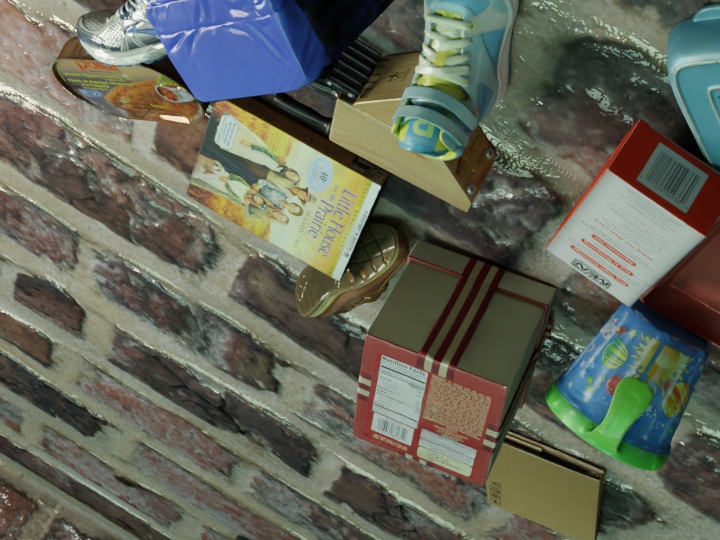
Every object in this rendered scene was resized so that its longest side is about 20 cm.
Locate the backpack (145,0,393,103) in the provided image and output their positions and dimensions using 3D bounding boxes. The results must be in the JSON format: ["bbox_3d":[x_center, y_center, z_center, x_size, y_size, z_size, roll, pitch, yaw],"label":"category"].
[{"bbox_3d":[-0.054,-0.249,1.037,0.162,0.200,0.169,6,133,41],"label":"backpack"}]

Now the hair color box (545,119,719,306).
[{"bbox_3d":[0.241,-0.045,1.173,0.101,0.061,0.200,35,161,4],"label":"hair color box"}]

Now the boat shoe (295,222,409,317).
[{"bbox_3d":[0.000,0.001,1.521,0.067,0.073,0.200,8,155,-32],"label":"boat shoe"}]

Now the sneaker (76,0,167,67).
[{"bbox_3d":[-0.201,-0.254,1.312,0.198,0.077,0.086,5,133,27],"label":"sneaker"}]

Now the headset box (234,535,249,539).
[{"bbox_3d":[-0.199,0.629,2.564,0.198,0.175,0.093,15,147,25],"label":"headset box"}]

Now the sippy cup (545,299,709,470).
[{"bbox_3d":[0.271,0.105,1.312,0.139,0.131,0.178,21,-162,-25],"label":"sippy cup"}]

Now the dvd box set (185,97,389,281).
[{"bbox_3d":[-0.082,-0.091,1.432,0.199,0.029,0.147,30,131,4],"label":"dvd box set"}]

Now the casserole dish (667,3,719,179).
[{"bbox_3d":[0.310,-0.122,1.052,0.120,0.039,0.201,2,139,41],"label":"casserole dish"}]

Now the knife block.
[{"bbox_3d":[0.013,-0.145,1.273,0.175,0.064,0.200,1,140,44],"label":"knife block"}]

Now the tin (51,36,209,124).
[{"bbox_3d":[-0.244,-0.205,1.430,0.199,0.042,0.112,10,161,35],"label":"tin"}]

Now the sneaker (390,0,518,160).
[{"bbox_3d":[0.073,-0.170,1.105,0.079,0.131,0.201,19,149,23],"label":"sneaker"}]

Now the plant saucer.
[{"bbox_3d":[0.382,0.024,1.212,0.199,0.037,0.200,30,151,2],"label":"plant saucer"}]

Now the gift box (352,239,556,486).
[{"bbox_3d":[0.094,0.098,1.440,0.183,0.187,0.201,23,135,10],"label":"gift box"}]

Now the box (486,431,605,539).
[{"bbox_3d":[0.242,0.287,1.770,0.162,0.021,0.201,20,149,20],"label":"box"}]
